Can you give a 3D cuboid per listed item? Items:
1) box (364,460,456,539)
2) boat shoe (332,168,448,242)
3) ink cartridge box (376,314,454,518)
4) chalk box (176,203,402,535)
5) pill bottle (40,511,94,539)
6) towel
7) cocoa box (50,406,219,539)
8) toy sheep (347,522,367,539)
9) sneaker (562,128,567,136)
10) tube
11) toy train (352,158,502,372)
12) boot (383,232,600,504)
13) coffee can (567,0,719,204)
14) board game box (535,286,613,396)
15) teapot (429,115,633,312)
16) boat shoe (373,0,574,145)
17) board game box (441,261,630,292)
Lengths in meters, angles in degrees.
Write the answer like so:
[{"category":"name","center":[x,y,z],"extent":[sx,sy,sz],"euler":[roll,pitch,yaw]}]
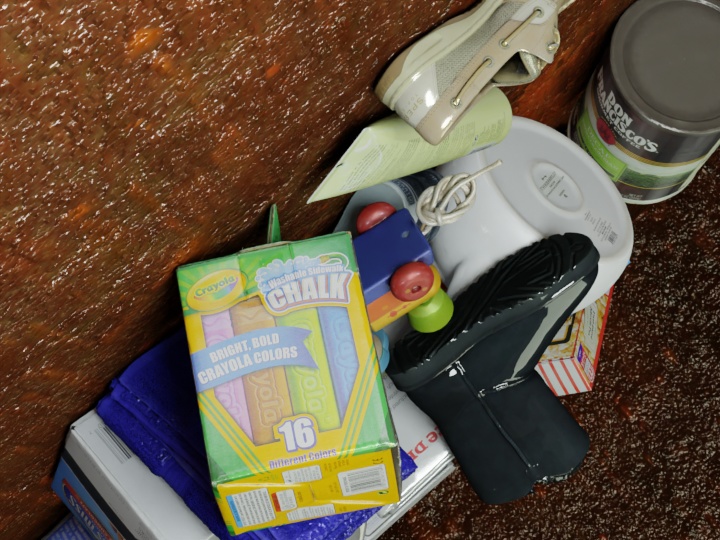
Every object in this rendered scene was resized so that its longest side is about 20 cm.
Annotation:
[{"category":"box","center":[-0.015,0.150,1.513],"extent":[0.117,0.200,0.060],"euler":[-40,169,-1]},{"category":"boat shoe","center":[0.000,0.000,1.297],"extent":[0.200,0.071,0.091],"euler":[-50,164,29]},{"category":"ink cartridge box","center":[0.009,0.096,1.373],"extent":[0.144,0.200,0.085],"euler":[-41,170,-4]},{"category":"chalk box","center":[-0.052,0.057,1.060],"extent":[0.123,0.201,0.125],"euler":[-12,154,-2]},{"category":"pill bottle","center":[-0.223,0.257,1.401],"extent":[0.200,0.112,0.112],"euler":[-43,170,-4]},{"category":"towel","center":[-0.075,0.117,1.136],"extent":[0.148,0.200,0.050],"euler":[-39,160,-25]},{"category":"cocoa box","center":[-0.122,0.140,1.239],"extent":[0.200,0.133,0.131],"euler":[-37,170,-30]},{"category":"toy sheep","center":[-0.059,0.223,1.411],"extent":[0.137,0.200,0.139],"euler":[-18,123,-30]},{"category":"sneaker","center":[0.218,-0.090,1.774],"extent":[0.115,0.076,0.201],"euler":[-37,167,-17]},{"category":"tube","center":[0.040,-0.097,1.138],"extent":[0.200,0.052,0.058],"euler":[-25,119,-50]},{"category":"toy train","center":[0.043,0.005,1.204],"extent":[0.200,0.085,0.116],"euler":[-32,141,3]},{"category":"boot","center":[0.140,0.083,1.266],"extent":[0.200,0.168,0.076],"euler":[-36,-154,9]},{"category":"coffee can","center":[0.293,-0.165,1.535],"extent":[0.146,0.146,0.200],"euler":[-40,170,-14]},{"category":"board game box","center":[0.163,0.043,1.531],"extent":[0.151,0.046,0.200],"euler":[-12,-144,30]},{"category":"teapot","center":[0.130,-0.029,1.372],"extent":[0.199,0.198,0.146],"euler":[8,138,-35]},{"category":"boat shoe","center":[0.099,-0.152,1.059],"extent":[0.200,0.065,0.072],"euler":[-37,169,-28]},{"category":"board game box","center":[0.122,0.006,1.519],"extent":[0.196,0.056,0.200],"euler":[-40,-148,-13]}]
